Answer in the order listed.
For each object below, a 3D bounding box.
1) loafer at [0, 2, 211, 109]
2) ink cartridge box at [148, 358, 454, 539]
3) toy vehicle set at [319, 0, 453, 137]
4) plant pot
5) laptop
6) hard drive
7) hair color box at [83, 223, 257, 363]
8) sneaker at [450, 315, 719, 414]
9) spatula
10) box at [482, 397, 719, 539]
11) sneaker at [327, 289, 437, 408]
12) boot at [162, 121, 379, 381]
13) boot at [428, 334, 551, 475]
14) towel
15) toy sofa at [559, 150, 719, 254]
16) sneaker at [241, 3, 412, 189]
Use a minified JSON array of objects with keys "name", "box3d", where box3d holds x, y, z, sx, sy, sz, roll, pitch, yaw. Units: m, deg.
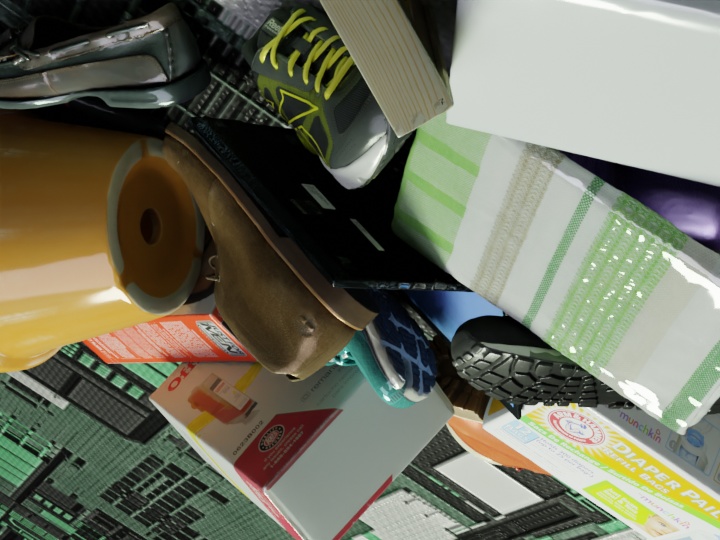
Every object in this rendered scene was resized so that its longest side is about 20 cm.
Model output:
[{"name":"loafer","box3d":[-0.189,-0.148,0.932,0.198,0.072,0.064,4,124,27]},{"name":"ink cartridge box","box3d":[-0.050,0.098,1.041,0.084,0.145,0.199,52,165,-32]},{"name":"toy vehicle set","box3d":[-0.004,-0.143,0.622,0.026,0.200,0.125,-27,108,10]},{"name":"plant pot","box3d":[-0.221,-0.026,1.022,0.181,0.202,0.201,-2,141,26]},{"name":"laptop","box3d":[0.000,0.000,0.859,0.198,0.104,0.177,2,-149,-40]},{"name":"hard drive","box3d":[0.136,-0.077,0.577,0.197,0.027,0.132,14,159,6]},{"name":"hair color box","box3d":[-0.138,0.016,1.096,0.198,0.102,0.061,-5,138,45]},{"name":"sneaker","box3d":[0.142,0.031,0.826,0.197,0.089,0.076,7,158,-21]},{"name":"spatula","box3d":[-0.228,-0.137,1.016,0.198,0.021,0.057,25,150,6]},{"name":"box","box3d":[0.199,0.101,0.925,0.199,0.102,0.112,33,152,-8]},{"name":"sneaker","box3d":[-0.015,0.036,0.949,0.077,0.080,0.200,38,-174,-40]},{"name":"boot","box3d":[-0.076,-0.015,0.866,0.200,0.076,0.073,49,-168,31]},{"name":"boot","box3d":[0.138,0.120,1.053,0.198,0.075,0.108,24,156,27]},{"name":"towel","box3d":[0.108,-0.008,0.707,0.199,0.031,0.150,36,153,10]},{"name":"toy sofa","box3d":[0.145,-0.067,0.708,0.082,0.098,0.201,16,148,24]},{"name":"sneaker","box3d":[-0.021,-0.101,0.771,0.085,0.075,0.200,42,174,-18]}]
